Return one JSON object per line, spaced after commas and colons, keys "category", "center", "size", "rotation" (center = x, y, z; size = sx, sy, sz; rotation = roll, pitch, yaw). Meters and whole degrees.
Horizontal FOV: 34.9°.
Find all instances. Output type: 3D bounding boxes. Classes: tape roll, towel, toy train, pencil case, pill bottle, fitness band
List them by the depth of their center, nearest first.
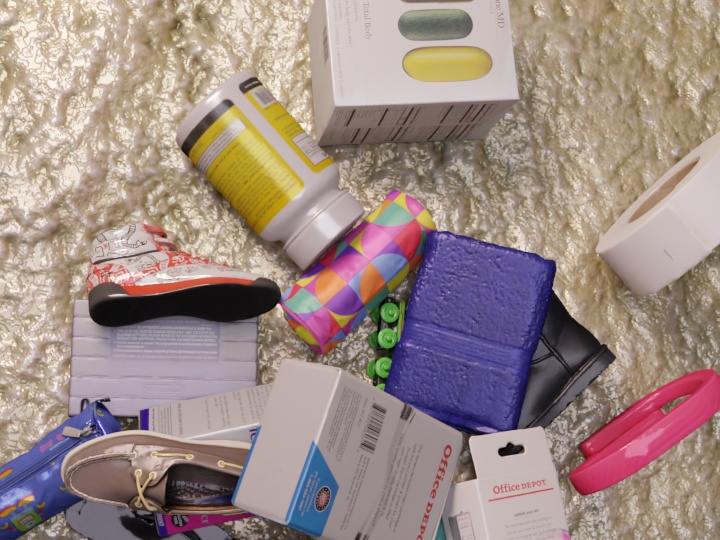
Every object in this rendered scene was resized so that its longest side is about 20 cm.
{"category": "pencil case", "center": [-0.323, 0.210, 1.151], "size": [0.199, 0.087, 0.078], "rotation": [-31, 61, -5]}
{"category": "towel", "center": [0.117, 0.069, 1.218], "size": [0.147, 0.050, 0.202], "rotation": [15, 88, 10]}
{"category": "pill bottle", "center": [-0.095, -0.105, 1.235], "size": [0.114, 0.114, 0.200], "rotation": [-42, 89, -13]}
{"category": "fitness band", "center": [0.309, 0.175, 1.240], "size": [0.199, 0.144, 0.038], "rotation": [-34, 89, -12]}
{"category": "pencil case", "center": [0.000, 0.000, 1.252], "size": [0.200, 0.088, 0.088], "rotation": [-43, 90, -15]}
{"category": "tape roll", "center": [0.354, -0.063, 1.256], "size": [0.202, 0.202, 0.071], "rotation": [-43, 90, -13]}
{"category": "toy train", "center": [0.035, 0.129, 1.258], "size": [0.056, 0.042, 0.202], "rotation": [9, 80, -18]}

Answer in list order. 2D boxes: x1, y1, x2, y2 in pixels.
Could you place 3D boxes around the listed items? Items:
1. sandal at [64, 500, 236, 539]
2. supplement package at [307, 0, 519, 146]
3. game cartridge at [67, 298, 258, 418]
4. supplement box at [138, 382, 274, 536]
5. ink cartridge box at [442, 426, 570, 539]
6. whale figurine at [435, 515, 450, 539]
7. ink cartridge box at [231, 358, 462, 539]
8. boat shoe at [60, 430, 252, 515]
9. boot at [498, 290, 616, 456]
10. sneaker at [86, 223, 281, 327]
{"category": "sandal", "center": [-0.215, 0.282, 1.189], "size": [0.199, 0.043, 0.077], "rotation": [22, 78, -5]}
{"category": "supplement package", "center": [0.052, -0.233, 1.260], "size": [0.198, 0.151, 0.153], "rotation": [-3, 81, -10]}
{"category": "game cartridge", "center": [-0.209, 0.094, 1.226], "size": [0.198, 0.038, 0.131], "rotation": [3, 77, -9]}
{"category": "supplement box", "center": [-0.119, 0.185, 1.172], "size": [0.198, 0.103, 0.102], "rotation": [-12, 107, -8]}
{"category": "ink cartridge box", "center": [0.149, 0.268, 1.165], "size": [0.116, 0.067, 0.202], "rotation": [-1, 74, -37]}
{"category": "whale figurine", "center": [0.041, 0.324, 1.193], "size": [0.158, 0.104, 0.201], "rotation": [26, 80, -5]}
{"category": "ink cartridge box", "center": [-0.006, 0.188, 1.087], "size": [0.200, 0.084, 0.147], "rotation": [33, 70, -43]}
{"category": "boat shoe", "center": [-0.182, 0.196, 1.079], "size": [0.198, 0.060, 0.072], "rotation": [4, 106, -10]}
{"category": "boot", "center": [0.159, 0.099, 1.265], "size": [0.200, 0.076, 0.168], "rotation": [-43, 83, -4]}
{"category": "sneaker", "center": [-0.188, -0.003, 1.210], "size": [0.200, 0.067, 0.108], "rotation": [-4, 50, -11]}
